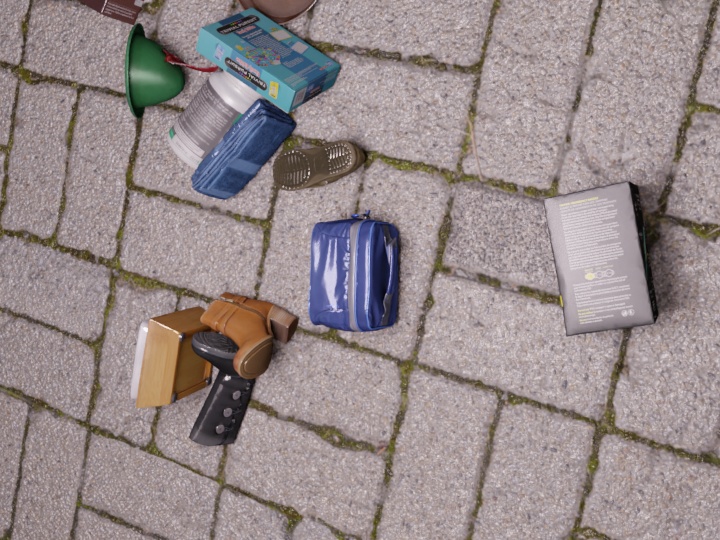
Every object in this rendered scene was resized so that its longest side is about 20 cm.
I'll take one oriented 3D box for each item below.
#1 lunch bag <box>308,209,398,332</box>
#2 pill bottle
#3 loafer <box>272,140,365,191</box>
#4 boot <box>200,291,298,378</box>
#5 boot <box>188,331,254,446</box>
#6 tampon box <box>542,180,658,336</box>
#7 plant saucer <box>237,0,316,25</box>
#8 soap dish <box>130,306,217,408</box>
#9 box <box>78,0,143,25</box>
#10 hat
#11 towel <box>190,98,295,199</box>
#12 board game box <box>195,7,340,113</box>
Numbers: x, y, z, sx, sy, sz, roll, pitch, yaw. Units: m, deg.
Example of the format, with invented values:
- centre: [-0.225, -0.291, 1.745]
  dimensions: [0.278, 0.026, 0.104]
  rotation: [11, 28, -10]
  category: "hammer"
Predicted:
- centre: [0.000, 0.000, 1.402]
  dimensions: [0.130, 0.136, 0.204]
  rotation: [3, 92, 23]
  category: "lunch bag"
- centre: [-0.249, -0.283, 1.510]
  dimensions: [0.113, 0.113, 0.200]
  rotation: [48, 110, 14]
  category: "pill bottle"
- centre: [-0.072, -0.179, 1.466]
  dimensions: [0.198, 0.067, 0.077]
  rotation: [-3, 88, 39]
  category: "loafer"
- centre: [-0.216, 0.109, 1.472]
  dimensions: [0.153, 0.200, 0.075]
  rotation: [20, 115, 14]
  category: "boot"
- centre: [-0.267, 0.220, 1.523]
  dimensions: [0.066, 0.163, 0.202]
  rotation: [45, 112, 49]
  category: "boot"
- centre: [0.356, -0.018, 1.237]
  dimensions: [0.125, 0.150, 0.203]
  rotation: [-10, 88, 23]
  category: "tampon box"
- centre: [-0.138, -0.536, 1.492]
  dimensions: [0.197, 0.034, 0.204]
  rotation: [1, 93, 23]
  category: "plant saucer"
- centre: [-0.331, 0.156, 1.524]
  dimensions: [0.080, 0.200, 0.160]
  rotation: [12, 97, 14]
  category: "soap dish"
- centre: [-0.525, -0.557, 1.626]
  dimensions: [0.199, 0.100, 0.076]
  rotation: [31, 104, 20]
  category: "box"
- centre: [-0.330, -0.358, 1.545]
  dimensions: [0.173, 0.202, 0.167]
  rotation: [1, 132, -2]
  category: "hat"
- centre: [-0.206, -0.207, 1.495]
  dimensions: [0.200, 0.111, 0.049]
  rotation: [-45, 63, 19]
  category: "towel"
- centre: [-0.155, -0.361, 1.430]
  dimensions: [0.199, 0.151, 0.047]
  rotation: [35, 130, 11]
  category: "board game box"
